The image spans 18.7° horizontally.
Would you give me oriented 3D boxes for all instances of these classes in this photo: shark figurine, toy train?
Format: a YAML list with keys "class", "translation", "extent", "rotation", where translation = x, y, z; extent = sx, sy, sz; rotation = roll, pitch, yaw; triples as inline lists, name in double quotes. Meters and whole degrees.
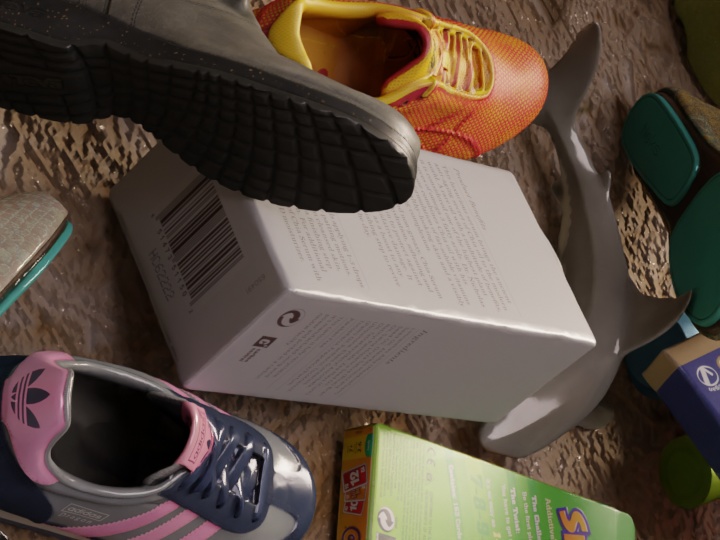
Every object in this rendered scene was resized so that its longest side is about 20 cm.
- class: "shark figurine"
  translation: [0.122, -0.002, 1.092]
  extent: [0.128, 0.089, 0.215]
  rotation: [24, 64, -44]
- class: "toy train"
  translation: [0.207, 0.107, 1.166]
  extent: [0.116, 0.085, 0.200]
  rotation: [-7, 85, -39]

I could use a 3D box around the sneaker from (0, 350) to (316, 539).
- class: "sneaker"
  translation: [-0.074, 0.077, 0.847]
  extent: [0.200, 0.082, 0.070]
  rotation: [16, 68, -46]

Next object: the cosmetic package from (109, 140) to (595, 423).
- class: "cosmetic package"
  translation: [0.000, 0.000, 0.938]
  extent: [0.200, 0.071, 0.101]
  rotation: [11, 47, -46]

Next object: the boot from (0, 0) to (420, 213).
- class: "boot"
  translation: [-0.054, -0.108, 0.859]
  extent: [0.068, 0.200, 0.131]
  rotation: [95, 18, -56]

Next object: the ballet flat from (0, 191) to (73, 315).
- class: "ballet flat"
  translation: [-0.171, 0.023, 0.769]
  extent: [0.062, 0.067, 0.200]
  rotation: [47, 47, -16]

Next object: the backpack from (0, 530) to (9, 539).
- class: "backpack"
  translation: [-0.116, 0.184, 0.709]
  extent: [0.190, 0.154, 0.200]
  rotation: [28, 83, -39]

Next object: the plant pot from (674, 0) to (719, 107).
- class: "plant pot"
  translation: [0.288, -0.162, 1.243]
  extent: [0.200, 0.190, 0.200]
  rotation: [17, 67, -44]

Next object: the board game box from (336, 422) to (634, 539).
- class: "board game box"
  translation: [0.063, 0.142, 1.028]
  extent: [0.200, 0.030, 0.096]
  rotation: [22, 64, -41]

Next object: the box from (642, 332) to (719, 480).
- class: "box"
  translation: [0.243, 0.105, 1.083]
  extent: [0.121, 0.032, 0.200]
  rotation: [-22, 70, -33]

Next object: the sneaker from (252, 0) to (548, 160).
- class: "sneaker"
  translation: [0.023, -0.086, 0.999]
  extent: [0.200, 0.077, 0.073]
  rotation: [-3, 84, -45]

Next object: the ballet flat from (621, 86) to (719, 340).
- class: "ballet flat"
  translation: [0.189, -0.028, 1.129]
  extent: [0.071, 0.071, 0.200]
  rotation: [46, 17, -31]
